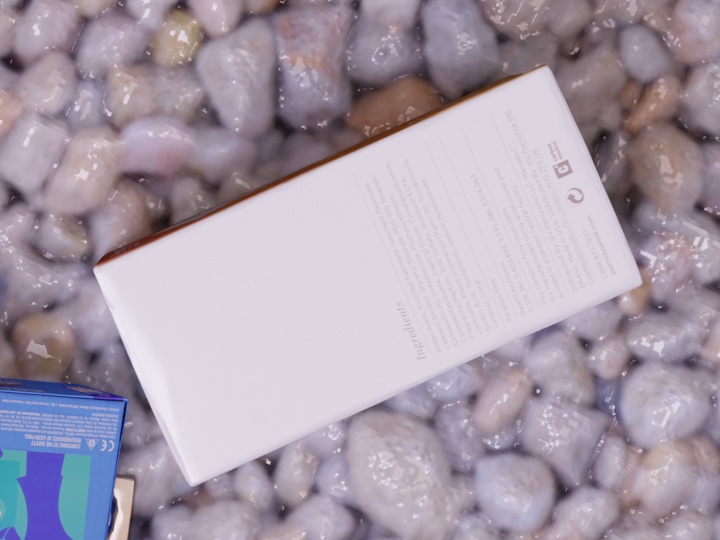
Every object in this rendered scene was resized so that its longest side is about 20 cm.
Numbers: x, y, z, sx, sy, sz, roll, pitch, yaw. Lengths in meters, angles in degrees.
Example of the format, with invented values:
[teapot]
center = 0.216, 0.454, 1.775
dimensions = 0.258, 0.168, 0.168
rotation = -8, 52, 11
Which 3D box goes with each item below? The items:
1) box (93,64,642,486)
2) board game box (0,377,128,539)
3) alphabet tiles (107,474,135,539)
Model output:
[box]
center = 0.000, 0.000, 1.182
dimensions = 0.199, 0.124, 0.098
rotation = -24, 93, -3
[board game box]
center = -0.181, 0.143, 1.172
dimensions = 0.151, 0.045, 0.201
rotation = 8, 92, -40
[alphabet tiles]
center = -0.187, 0.145, 1.235
dimensions = 0.166, 0.008, 0.201
rotation = 7, 92, -4
